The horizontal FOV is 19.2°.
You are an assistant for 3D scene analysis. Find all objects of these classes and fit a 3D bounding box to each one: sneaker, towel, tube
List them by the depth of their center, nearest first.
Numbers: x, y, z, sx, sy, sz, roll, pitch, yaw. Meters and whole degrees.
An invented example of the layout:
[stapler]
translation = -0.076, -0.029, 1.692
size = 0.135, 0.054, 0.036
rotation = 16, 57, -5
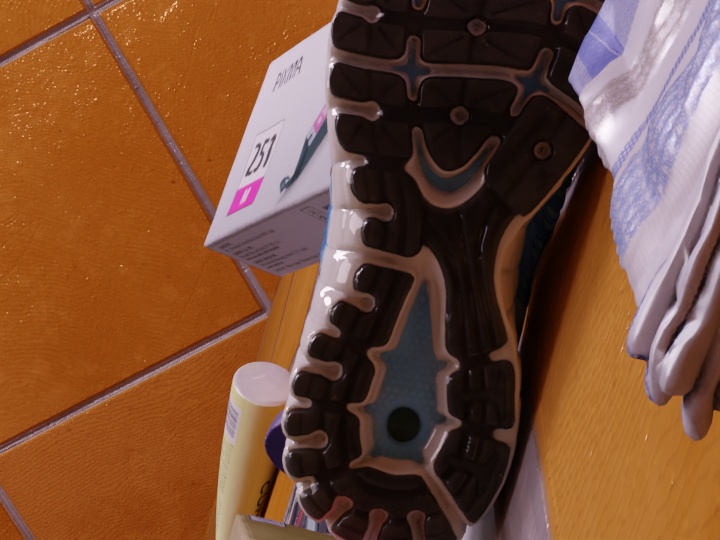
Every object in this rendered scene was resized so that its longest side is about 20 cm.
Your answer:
[towel]
translation = 0.075, -0.073, 0.404
size = 0.200, 0.024, 0.147
rotation = -84, 11, -69
[sneaker]
translation = 0.021, -0.026, 0.597
size = 0.090, 0.078, 0.200
rotation = -82, 8, -85
[tube]
translation = -0.089, 0.161, 1.678
size = 0.058, 0.052, 0.200
rotation = -22, -40, -38

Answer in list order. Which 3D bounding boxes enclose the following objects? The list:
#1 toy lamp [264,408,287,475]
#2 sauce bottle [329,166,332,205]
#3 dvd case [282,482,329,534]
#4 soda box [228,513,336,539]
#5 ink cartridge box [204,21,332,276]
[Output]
[toy lamp]
translation = 0.000, 0.000, 0.932
size = 0.058, 0.058, 0.200
rotation = 111, 175, -51
[sauce bottle]
translation = 0.026, -0.047, 0.698
size = 0.065, 0.065, 0.200
rotation = 123, 163, -77
[dvd case]
translation = -0.028, 0.147, 1.006
size = 0.200, 0.022, 0.146
rotation = -82, 9, -69
[soda box]
translation = -0.011, 0.113, 0.589
size = 0.200, 0.064, 0.068
rotation = 145, 140, -85
[ink cartridge box]
translation = 0.010, -0.093, 0.859
size = 0.200, 0.043, 0.174
rotation = -19, 51, 68
